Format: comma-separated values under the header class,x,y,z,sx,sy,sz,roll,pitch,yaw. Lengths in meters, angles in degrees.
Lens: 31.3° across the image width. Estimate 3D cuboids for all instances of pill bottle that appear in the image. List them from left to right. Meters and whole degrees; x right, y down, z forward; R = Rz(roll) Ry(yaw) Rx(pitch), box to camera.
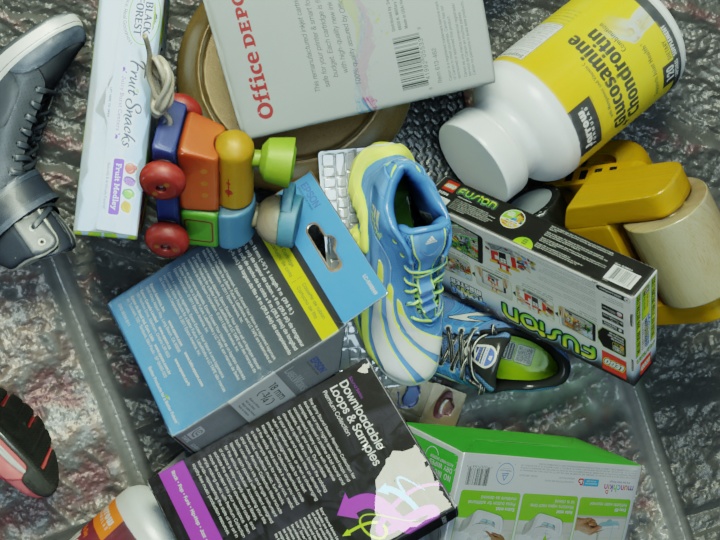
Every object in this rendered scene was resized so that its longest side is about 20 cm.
class,x,y,z,sx,sy,sz,roll,pitch,yaw
pill bottle,-0.189,0.249,1.059,0.200,0.110,0.110,-43,100,-3
pill bottle,0.164,-0.145,1.058,0.200,0.112,0.112,-40,100,-17

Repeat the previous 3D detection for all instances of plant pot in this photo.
class,x,y,z,sx,sy,sz,roll,pitch,yaw
plant pot,-0.055,-0.165,1.059,0.200,0.027,0.200,0,88,3

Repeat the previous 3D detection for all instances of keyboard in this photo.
class,x,y,z,sx,sy,sz,roll,pitch,yaw
keyboard,0.000,0.000,1.053,0.056,0.011,0.200,-6,98,-15

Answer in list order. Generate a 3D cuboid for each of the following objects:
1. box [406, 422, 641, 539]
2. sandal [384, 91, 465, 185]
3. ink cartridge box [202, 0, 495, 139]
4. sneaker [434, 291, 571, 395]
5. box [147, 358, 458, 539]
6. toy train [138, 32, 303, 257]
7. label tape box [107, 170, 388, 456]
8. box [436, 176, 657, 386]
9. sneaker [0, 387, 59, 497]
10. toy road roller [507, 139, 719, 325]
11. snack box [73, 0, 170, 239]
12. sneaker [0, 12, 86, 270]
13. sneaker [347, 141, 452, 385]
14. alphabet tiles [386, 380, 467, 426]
class,x,y,z,sx,sy,sz,roll,pitch,yaw
box,0.120,0.230,1.080,0.200,0.097,0.177,8,96,-33
sandal,0.055,-0.137,1.098,0.075,0.048,0.201,7,83,-8
ink cartridge box,-0.011,-0.200,0.974,0.200,0.083,0.146,-12,121,2
sneaker,0.089,0.060,1.096,0.200,0.089,0.079,10,94,-7
box,-0.045,0.176,0.990,0.200,0.036,0.143,-29,65,-5
toy train,-0.098,-0.088,0.940,0.116,0.200,0.085,7,53,0
label tape box,-0.084,0.035,1.032,0.200,0.063,0.144,-32,58,1
box,0.143,0.007,1.033,0.035,0.200,0.110,-45,144,-27
sneaker,-0.337,0.127,1.055,0.200,0.074,0.087,42,102,-7
toy road roller,0.227,-0.042,1.061,0.146,0.200,0.123,-49,119,-33
snack box,-0.185,-0.128,1.007,0.053,0.142,0.200,6,94,-9
sneaker,-0.258,-0.093,1.025,0.202,0.077,0.146,-45,89,7
sneaker,0.033,0.000,1.001,0.076,0.105,0.200,-14,99,-12
alphabet tiles,0.004,0.165,1.135,0.200,0.006,0.167,20,92,-10
